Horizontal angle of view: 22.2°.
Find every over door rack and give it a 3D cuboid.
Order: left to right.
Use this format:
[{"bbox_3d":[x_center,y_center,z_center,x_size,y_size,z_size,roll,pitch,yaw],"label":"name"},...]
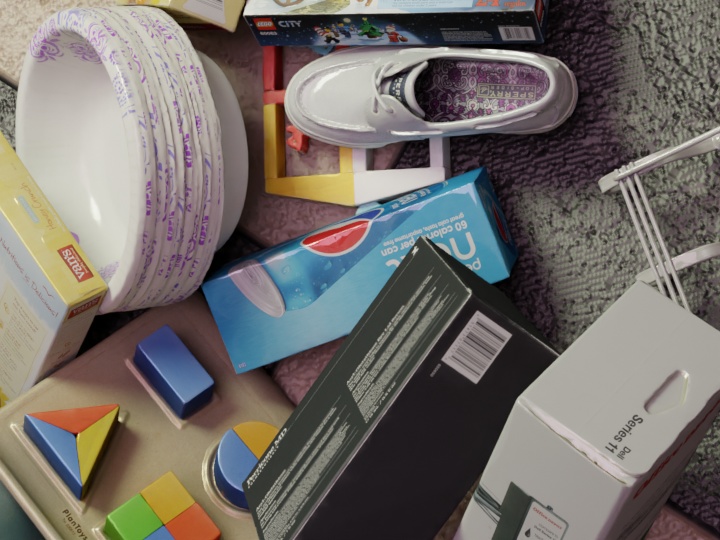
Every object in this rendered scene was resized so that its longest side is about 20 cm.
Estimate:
[{"bbox_3d":[0.259,-0.030,1.134,0.199,0.066,0.149,-28,77,35],"label":"over door rack"}]

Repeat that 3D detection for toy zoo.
[{"bbox_3d":[-0.004,-0.125,1.257,0.130,0.020,0.202,-2,85,17],"label":"toy zoo"}]

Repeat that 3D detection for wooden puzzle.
[{"bbox_3d":[-0.126,0.118,1.202,0.199,0.046,0.185,-33,73,-30],"label":"wooden puzzle"}]

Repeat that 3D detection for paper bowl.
[{"bbox_3d":[-0.148,-0.075,1.227,0.200,0.104,0.203,15,108,55],"label":"paper bowl"}]

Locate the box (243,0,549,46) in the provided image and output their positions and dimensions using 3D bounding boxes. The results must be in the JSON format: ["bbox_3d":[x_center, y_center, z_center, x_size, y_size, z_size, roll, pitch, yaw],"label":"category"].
[{"bbox_3d":[0.031,-0.217,1.216,0.198,0.038,0.138,1,64,18],"label":"box"}]

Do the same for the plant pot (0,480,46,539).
[{"bbox_3d":[-0.282,0.201,1.245,0.134,0.200,0.200,42,99,-11],"label":"plant pot"}]

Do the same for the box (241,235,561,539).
[{"bbox_3d":[0.020,0.094,1.107,0.079,0.141,0.201,34,97,-19],"label":"box"}]

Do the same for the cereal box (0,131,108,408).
[{"bbox_3d":[-0.248,0.015,1.253,0.144,0.039,0.200,53,142,14],"label":"cereal box"}]

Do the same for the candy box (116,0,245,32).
[{"bbox_3d":[-0.096,-0.265,1.245,0.055,0.115,0.202,19,89,-27],"label":"candy box"}]

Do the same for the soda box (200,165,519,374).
[{"bbox_3d":[0.000,0.000,1.216,0.198,0.064,0.068,-20,98,14],"label":"soda box"}]

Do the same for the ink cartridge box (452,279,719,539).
[{"bbox_3d":[0.131,0.124,1.081,0.083,0.146,0.201,36,136,17],"label":"ink cartridge box"}]

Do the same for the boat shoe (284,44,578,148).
[{"bbox_3d":[0.040,-0.115,1.196,0.198,0.068,0.073,7,88,17],"label":"boat shoe"}]
